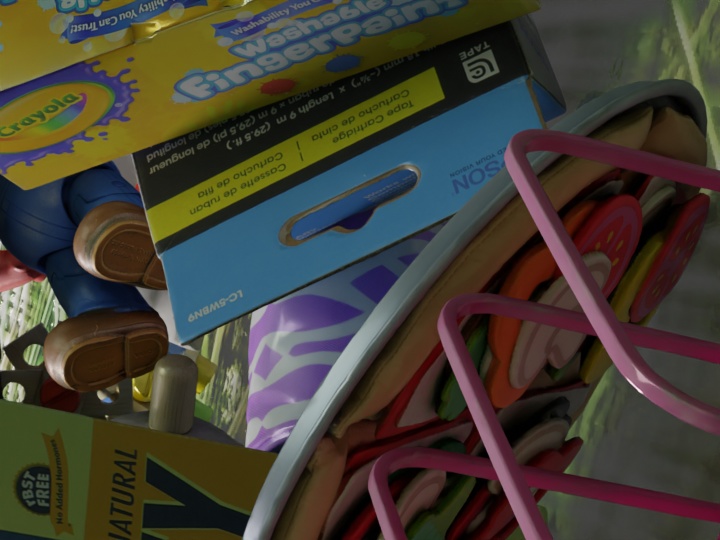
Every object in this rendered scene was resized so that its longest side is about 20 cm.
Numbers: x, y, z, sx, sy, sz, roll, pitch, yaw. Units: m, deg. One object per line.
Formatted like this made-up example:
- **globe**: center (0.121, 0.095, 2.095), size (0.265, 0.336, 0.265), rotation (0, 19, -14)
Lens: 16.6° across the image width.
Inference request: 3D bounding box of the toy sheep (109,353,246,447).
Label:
- **toy sheep**: center (-0.086, 0.128, 1.012), size (0.138, 0.138, 0.200), rotation (-113, 35, -61)

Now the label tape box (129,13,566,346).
- **label tape box**: center (-0.009, -0.065, 0.877), size (0.144, 0.063, 0.200), rotation (-25, 53, 11)

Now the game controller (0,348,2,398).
- **game controller**: center (-0.185, 0.009, 1.024), size (0.104, 0.042, 0.200), rotation (29, 127, 51)

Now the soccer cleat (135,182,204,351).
- **soccer cleat**: center (-0.041, -0.035, 1.102), size (0.200, 0.078, 0.069), rotation (-38, 26, 34)

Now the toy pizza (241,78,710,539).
- **toy pizza**: center (0.041, 0.035, 0.691), size (0.200, 0.032, 0.200), rotation (-44, -20, -21)

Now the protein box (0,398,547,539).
- **protein box**: center (-0.068, 0.155, 0.824), size (0.199, 0.200, 0.135), rotation (131, 147, -55)

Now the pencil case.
- **pencil case**: center (0.000, 0.000, 0.929), size (0.086, 0.084, 0.200), rotation (87, -174, -60)

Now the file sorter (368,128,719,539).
- **file sorter**: center (0.067, 0.086, 0.585), size (0.139, 0.125, 0.200), rotation (-110, 37, -59)

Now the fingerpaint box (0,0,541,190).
- **fingerpaint box**: center (-0.055, -0.140, 0.844), size (0.073, 0.200, 0.167), rotation (40, -145, -60)

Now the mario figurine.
- **mario figurine**: center (-0.149, -0.032, 1.038), size (0.123, 0.106, 0.200), rotation (-44, 40, 1)

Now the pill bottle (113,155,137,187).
- **pill bottle**: center (-0.128, -0.088, 1.313), size (0.200, 0.112, 0.113), rotation (-116, 42, -62)

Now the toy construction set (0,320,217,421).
- **toy construction set**: center (-0.124, 0.084, 1.140), size (0.131, 0.092, 0.200), rotation (-56, -7, -1)
